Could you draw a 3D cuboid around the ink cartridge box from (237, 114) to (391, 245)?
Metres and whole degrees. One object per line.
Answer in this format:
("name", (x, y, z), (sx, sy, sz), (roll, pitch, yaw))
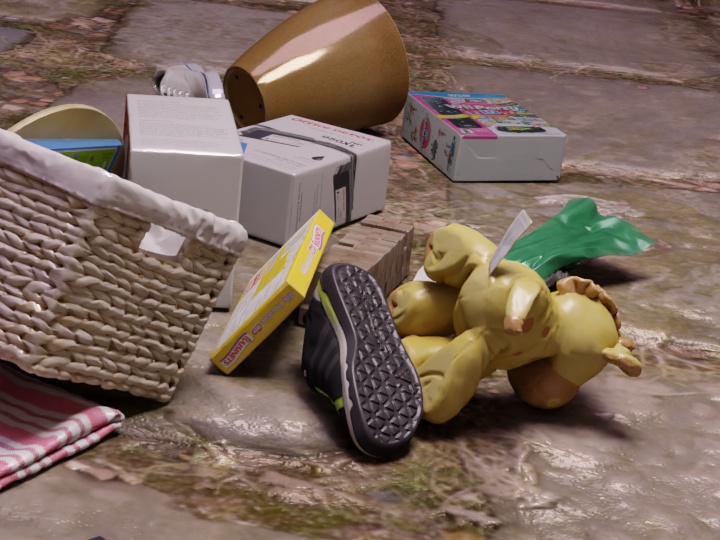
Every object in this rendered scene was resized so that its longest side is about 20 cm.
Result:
("ink cartridge box", (-0.078, -0.103, 1.756), (0.144, 0.085, 0.200), (18, 22, 28))

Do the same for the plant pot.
("plant pot", (-0.070, -0.249, 2.056), (0.199, 0.187, 0.186), (-24, 34, -33))

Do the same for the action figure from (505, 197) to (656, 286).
("action figure", (0.198, -0.014, 1.645), (0.199, 0.055, 0.118), (-22, 35, -40))

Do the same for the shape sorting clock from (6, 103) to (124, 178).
("shape sorting clock", (-0.290, -0.061, 1.415), (0.039, 0.201, 0.200), (38, 32, 21))

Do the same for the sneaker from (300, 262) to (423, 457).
("sneaker", (-0.006, 0.084, 1.305), (0.071, 0.083, 0.201), (19, 38, -27))

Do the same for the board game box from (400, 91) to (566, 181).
("board game box", (0.154, -0.173, 2.052), (0.147, 0.065, 0.200), (-1, 20, -20))

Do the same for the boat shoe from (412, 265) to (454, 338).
("boat shoe", (0.087, 0.018, 1.512), (0.068, 0.072, 0.200), (31, 17, 5))

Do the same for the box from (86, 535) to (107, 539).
("box", (-0.156, 0.239, 0.749), (0.199, 0.118, 0.196), (-11, 26, -38))

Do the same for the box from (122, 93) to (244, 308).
("box", (-0.177, -0.071, 1.537), (0.106, 0.153, 0.200), (2, 19, -10))

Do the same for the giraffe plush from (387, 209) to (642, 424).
("giraffe plush", (0.137, 0.049, 1.327), (0.162, 0.200, 0.173), (22, 43, -29))

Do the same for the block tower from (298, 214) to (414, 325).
("block tower", (0.000, 0.000, 1.541), (0.054, 0.058, 0.200), (11, 22, 15))

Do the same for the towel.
("towel", (-0.289, 0.114, 1.179), (0.146, 0.030, 0.200), (18, 23, 28))

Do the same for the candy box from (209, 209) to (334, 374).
("candy box", (-0.075, 0.015, 1.422), (0.026, 0.102, 0.200), (40, 19, -8))

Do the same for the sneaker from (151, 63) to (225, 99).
("sneaker", (-0.224, -0.225, 2.086), (0.070, 0.074, 0.200), (-14, 18, -16))

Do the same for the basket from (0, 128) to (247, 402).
("basket", (-0.233, -0.008, 1.259), (0.199, 0.162, 0.198), (20, -2, 31))
